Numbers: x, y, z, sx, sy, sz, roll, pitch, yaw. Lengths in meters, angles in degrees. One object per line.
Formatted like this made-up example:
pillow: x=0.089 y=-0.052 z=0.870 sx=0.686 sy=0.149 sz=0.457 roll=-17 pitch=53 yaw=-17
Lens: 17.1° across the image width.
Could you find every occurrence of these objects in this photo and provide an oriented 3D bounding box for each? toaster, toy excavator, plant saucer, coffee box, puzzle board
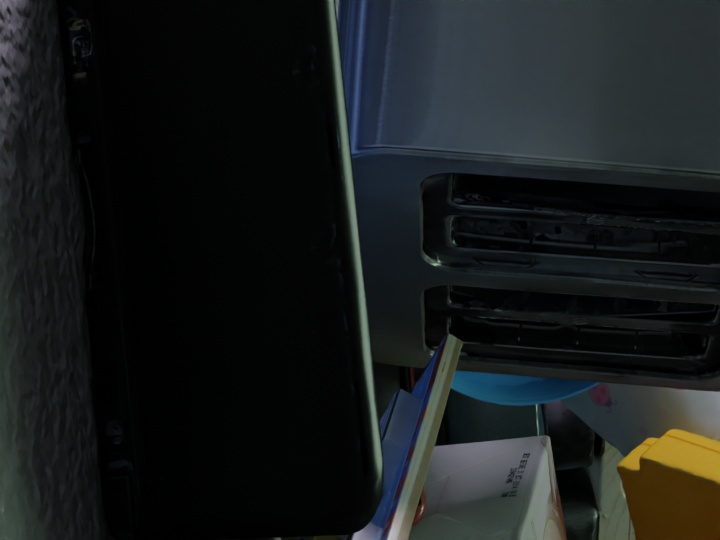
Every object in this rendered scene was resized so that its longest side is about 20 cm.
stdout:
toaster: x=0.072 y=-0.050 z=0.765 sx=0.181 sy=0.199 sz=0.119 roll=87 pitch=8 yaw=-66
toy excavator: x=0.122 y=0.070 z=1.209 sx=0.200 sy=0.100 sz=0.195 roll=-103 pitch=-172 yaw=-51
plant saucer: x=0.057 y=0.060 z=1.092 sx=0.201 sy=0.039 sz=0.202 roll=-5 pitch=90 yaw=-89
coffee box: x=0.050 y=0.182 z=0.971 sx=0.114 sy=0.079 sz=0.201 roll=-55 pitch=137 yaw=-69
puzzle board: x=-0.023 y=0.119 z=0.687 sx=0.151 sy=0.017 sz=0.200 roll=-61 pitch=-176 yaw=28

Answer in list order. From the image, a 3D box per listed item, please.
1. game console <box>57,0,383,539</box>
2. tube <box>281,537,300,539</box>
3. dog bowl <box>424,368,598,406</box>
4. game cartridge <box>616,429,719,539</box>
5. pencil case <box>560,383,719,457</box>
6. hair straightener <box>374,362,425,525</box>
game console: x=-0.021 y=-0.024 z=0.708 sx=0.176 sy=0.116 sz=0.201 roll=4 pitch=80 yaw=-66
tube: x=-0.019 y=0.020 z=0.846 sx=0.058 sy=0.052 sz=0.201 roll=19 pitch=64 yaw=-55
dog bowl: x=0.057 y=-0.052 z=0.905 sx=0.050 sy=0.111 sz=0.201 roll=-126 pitch=-149 yaw=-70
game cartridge: x=0.193 y=0.165 z=0.966 sx=0.032 sy=0.176 sz=0.200 roll=-34 pitch=122 yaw=-30
pencil case: x=0.174 y=0.080 z=1.027 sx=0.091 sy=0.200 sz=0.083 roll=-21 pitch=148 yaw=-47
hair straightener: x=0.000 y=0.000 z=0.941 sx=0.077 sy=0.041 sz=0.200 roll=64 pitch=23 yaw=-52
